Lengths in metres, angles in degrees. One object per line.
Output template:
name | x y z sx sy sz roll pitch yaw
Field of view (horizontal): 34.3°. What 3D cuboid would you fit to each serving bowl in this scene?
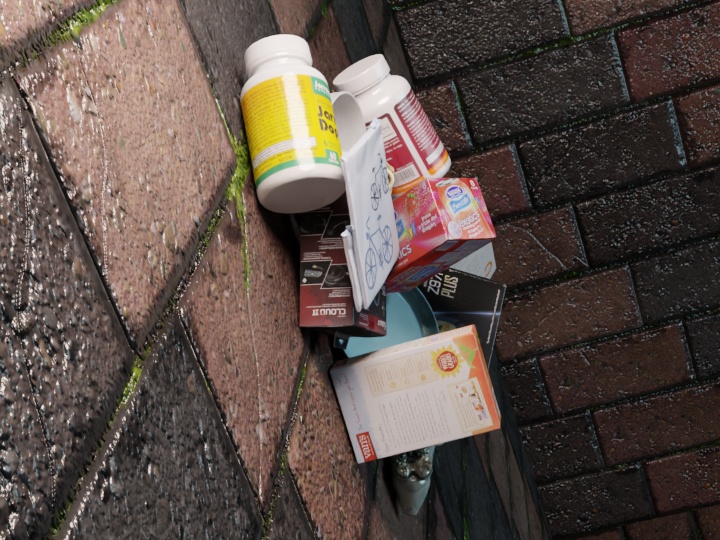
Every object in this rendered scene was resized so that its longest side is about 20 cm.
serving bowl | -0.052 -0.150 1.634 0.200 0.066 0.201 4 90 -71

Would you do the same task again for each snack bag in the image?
snack bag | 0.009 -0.074 1.461 0.189 0.021 0.201 -56 141 -63

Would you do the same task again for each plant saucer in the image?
plant saucer | 0.030 0.080 1.665 0.200 0.027 0.201 21 53 -30

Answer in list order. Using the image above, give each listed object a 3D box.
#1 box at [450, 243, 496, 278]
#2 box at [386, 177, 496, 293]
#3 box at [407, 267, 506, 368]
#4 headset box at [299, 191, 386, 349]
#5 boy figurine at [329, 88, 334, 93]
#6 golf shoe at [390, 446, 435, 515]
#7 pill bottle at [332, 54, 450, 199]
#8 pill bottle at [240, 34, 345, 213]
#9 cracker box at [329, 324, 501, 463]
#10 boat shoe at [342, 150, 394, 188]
box | 0.141 -0.029 1.894 0.125 0.097 0.200 -55 151 -23
box | 0.078 -0.045 1.620 0.099 0.200 0.096 -3 69 -41
box | 0.118 0.099 1.773 0.086 0.163 0.200 104 3 -61
headset box | -0.020 0.001 1.519 0.149 0.077 0.201 23 67 -70
boy figurine | -0.057 -0.250 1.823 0.124 0.064 0.200 51 1 15
golf shoe | 0.077 0.299 1.794 0.200 0.078 0.098 -64 158 -70
pill bottle | 0.044 -0.216 1.748 0.200 0.113 0.113 59 16 -21
pill bottle | -0.087 -0.182 1.439 0.113 0.112 0.201 48 28 -68
cracker box | 0.074 0.164 1.551 0.058 0.199 0.134 -53 127 -78
boat shoe | 0.013 -0.124 1.624 0.200 0.069 0.074 6 89 -71
